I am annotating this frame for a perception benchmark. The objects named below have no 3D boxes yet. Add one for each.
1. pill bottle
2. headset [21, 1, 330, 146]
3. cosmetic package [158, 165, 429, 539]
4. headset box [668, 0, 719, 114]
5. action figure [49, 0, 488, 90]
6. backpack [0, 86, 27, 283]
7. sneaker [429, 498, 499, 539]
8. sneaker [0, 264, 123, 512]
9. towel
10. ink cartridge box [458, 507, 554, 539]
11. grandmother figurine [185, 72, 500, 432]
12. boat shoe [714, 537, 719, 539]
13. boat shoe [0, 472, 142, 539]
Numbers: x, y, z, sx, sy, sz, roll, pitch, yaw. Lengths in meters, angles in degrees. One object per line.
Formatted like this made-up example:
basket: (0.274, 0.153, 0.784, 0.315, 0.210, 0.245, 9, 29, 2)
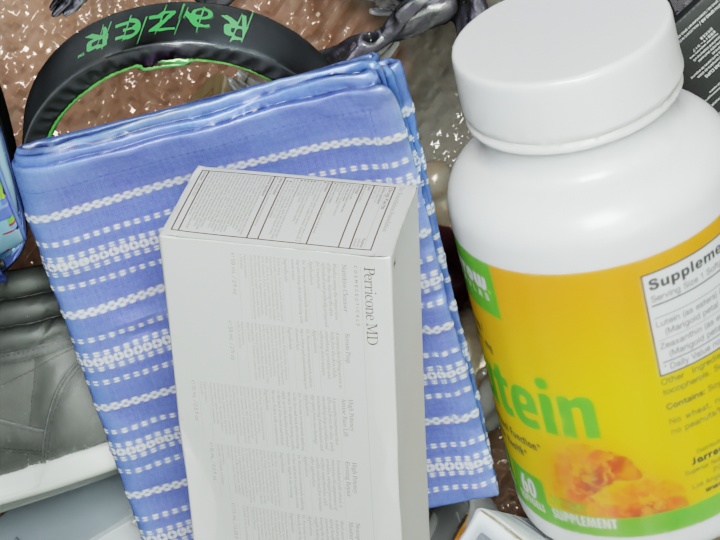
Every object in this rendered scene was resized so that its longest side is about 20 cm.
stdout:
pill bottle: (0.094, -0.002, 0.903, 0.110, 0.111, 0.201, -19, 120, -7)
headset: (-0.059, -0.008, 0.897, 0.122, 0.094, 0.201, -6, 137, 3)
cosmetic package: (-0.019, 0.061, 0.856, 0.082, 0.051, 0.201, 7, 125, 14)
headset box: (0.178, -0.042, 0.991, 0.200, 0.077, 0.149, 39, 110, -22)
action figure: (-0.024, -0.124, 0.911, 0.199, 0.102, 0.120, 9, 64, -33)
backpack: (-0.233, -0.061, 0.869, 0.198, 0.135, 0.184, -13, 107, -5)
sneaker: (-0.004, 0.178, 1.031, 0.201, 0.077, 0.078, -61, 154, 4)
sneaker: (-0.175, 0.054, 0.961, 0.198, 0.071, 0.100, -18, 85, 10)
towel: (-0.034, 0.022, 0.877, 0.144, 0.024, 0.201, -14, 123, 2)
ink cartridge box: (0.051, 0.200, 1.009, 0.201, 0.043, 0.198, -59, 152, 5)
grandmother figurine: (0.000, 0.000, 0.990, 0.200, 0.061, 0.121, 38, 122, -24)
boat shoe: (0.174, 0.086, 1.049, 0.199, 0.071, 0.065, 20, 109, -29)
boat shoe: (-0.116, 0.134, 0.988, 0.199, 0.073, 0.068, -47, 127, -11)
